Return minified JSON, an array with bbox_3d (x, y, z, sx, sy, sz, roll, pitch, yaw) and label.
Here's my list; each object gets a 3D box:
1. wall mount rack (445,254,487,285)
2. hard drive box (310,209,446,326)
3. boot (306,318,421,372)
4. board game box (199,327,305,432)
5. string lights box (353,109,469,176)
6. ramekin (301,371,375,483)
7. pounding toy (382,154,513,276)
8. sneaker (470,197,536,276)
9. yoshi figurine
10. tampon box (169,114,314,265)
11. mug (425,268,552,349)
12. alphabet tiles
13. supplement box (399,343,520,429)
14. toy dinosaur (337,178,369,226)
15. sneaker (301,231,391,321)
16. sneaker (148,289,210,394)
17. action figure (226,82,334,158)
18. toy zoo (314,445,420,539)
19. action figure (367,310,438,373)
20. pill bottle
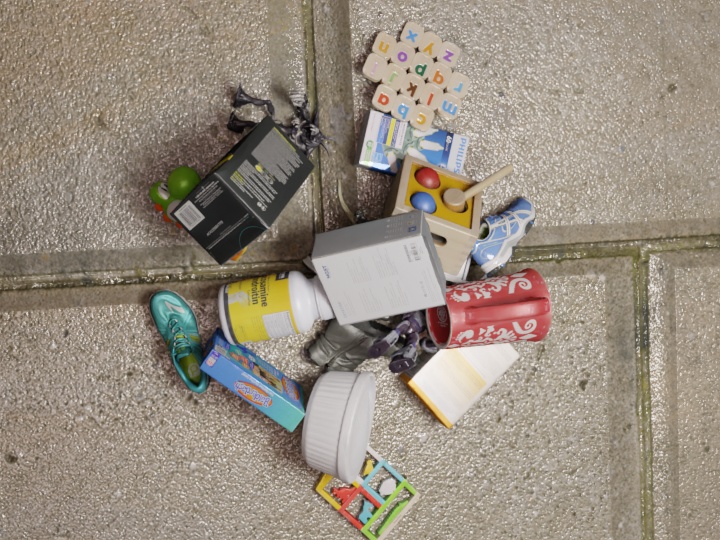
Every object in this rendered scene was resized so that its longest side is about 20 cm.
[{"bbox_3d":[0.151,-0.051,1.742,0.197,0.075,0.177,14,94,-12],"label":"wall mount rack"},{"bbox_3d":[0.034,-0.002,1.577,0.197,0.077,0.157,-12,126,14],"label":"hard drive box"},{"bbox_3d":[0.005,0.159,1.737,0.198,0.068,0.132,32,99,-11],"label":"boot"},{"bbox_3d":[-0.191,0.193,1.644,0.199,0.152,0.045,36,95,-10],"label":"board game box"},{"bbox_3d":[0.095,-0.223,1.724,0.197,0.059,0.105,13,89,-12],"label":"string lights box"},{"bbox_3d":[-0.040,0.276,1.662,0.093,0.202,0.206,10,91,13],"label":"ramekin"},{"bbox_3d":[0.154,-0.116,1.641,0.197,0.186,0.143,19,133,-6],"label":"pounding toy"},{"bbox_3d":[0.267,-0.080,1.726,0.077,0.076,0.201,42,51,-6],"label":"sneaker"},{"bbox_3d":[-0.277,-0.113,1.638,0.198,0.112,0.113,31,80,-9],"label":"yoshi figurine"},{"bbox_3d":[-0.198,-0.138,1.566,0.126,0.149,0.201,46,40,-13],"label":"tampon box"},{"bbox_3d":[0.232,0.063,1.640,0.197,0.178,0.135,-7,61,-20],"label":"mug"},{"bbox_3d":[0.105,-0.362,1.715,0.198,0.015,0.198,26,70,-9],"label":"alphabet tiles"},{"bbox_3d":[0.190,0.183,1.758,0.200,0.073,0.126,-43,99,-6],"label":"supplement box"},{"bbox_3d":[0.004,-0.073,1.658,0.047,0.088,0.202,-30,97,1],"label":"toy dinosaur"},{"bbox_3d":[0.000,0.000,1.710,0.199,0.076,0.116,37,88,-8],"label":"sneaker"},{"bbox_3d":[-0.319,0.127,1.652,0.077,0.080,0.203,-25,96,-6],"label":"sneaker"},{"bbox_3d":[-0.137,-0.262,1.657,0.197,0.102,0.121,17,79,-10],"label":"action figure"},{"bbox_3d":[0.004,0.413,1.762,0.200,0.020,0.131,43,85,-10],"label":"toy zoo"},{"bbox_3d":[0.090,0.111,1.680,0.130,0.200,0.069,47,125,-4],"label":"action figure"},{"bbox_3d":[-0.148,0.063,1.645,0.197,0.112,0.114,-11,95,5],"label":"pill bottle"}]
